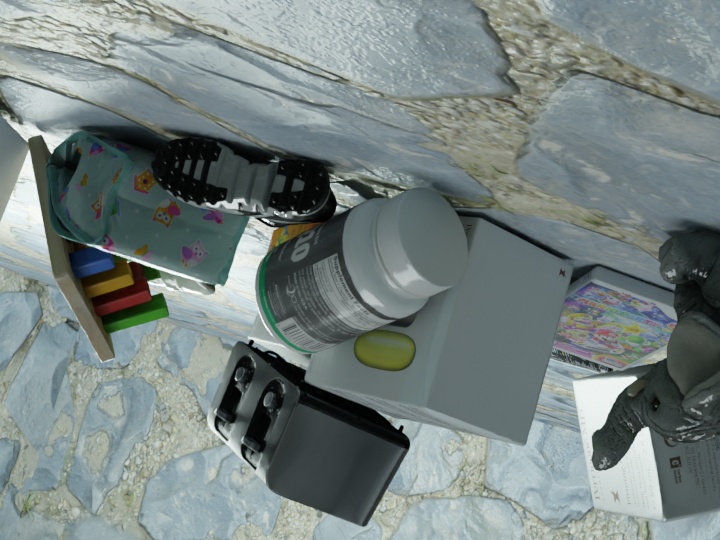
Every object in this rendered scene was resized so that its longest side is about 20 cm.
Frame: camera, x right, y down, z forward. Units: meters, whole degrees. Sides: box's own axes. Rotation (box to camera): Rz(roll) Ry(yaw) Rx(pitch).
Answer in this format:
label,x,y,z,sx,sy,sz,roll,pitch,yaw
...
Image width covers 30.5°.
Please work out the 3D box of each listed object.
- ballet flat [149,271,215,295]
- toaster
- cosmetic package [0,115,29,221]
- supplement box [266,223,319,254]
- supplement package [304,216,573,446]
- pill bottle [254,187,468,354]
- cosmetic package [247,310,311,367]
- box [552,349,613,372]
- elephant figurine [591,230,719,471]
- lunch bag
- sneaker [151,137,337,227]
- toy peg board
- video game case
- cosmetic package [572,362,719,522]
label,x,y,z,sx,sy,sz,roll,pitch,yaw
ballet flat,-0.265,-0.023,1.678,0.200,0.069,0.069,44,179,15
toaster,-0.056,0.180,1.474,0.198,0.120,0.180,27,-178,-33
cosmetic package,-0.490,-0.139,1.430,0.197,0.125,0.199,18,171,3
supplement box,-0.062,-0.017,1.587,0.068,0.068,0.200,19,171,-14
supplement package,0.077,0.055,1.340,0.146,0.194,0.199,23,169,-37
pill bottle,0.000,0.000,1.248,0.112,0.115,0.199,23,147,-37
cosmetic package,-0.047,0.073,1.576,0.106,0.091,0.199,28,168,-24
box,0.237,0.072,1.621,0.155,0.051,0.200,15,171,16
elephant figurine,0.286,0.081,1.067,0.139,0.203,0.155,17,171,0
lunch bag,-0.238,-0.070,1.423,0.169,0.124,0.199,19,-177,-36
sneaker,-0.109,-0.078,1.284,0.197,0.067,0.090,11,168,21
toy peg board,-0.301,-0.035,1.549,0.096,0.202,0.200,-17,148,-4
video game case,0.266,0.055,1.404,0.141,0.018,0.200,19,156,-12
cosmetic package,0.374,0.195,1.565,0.164,0.170,0.200,-9,176,-14
